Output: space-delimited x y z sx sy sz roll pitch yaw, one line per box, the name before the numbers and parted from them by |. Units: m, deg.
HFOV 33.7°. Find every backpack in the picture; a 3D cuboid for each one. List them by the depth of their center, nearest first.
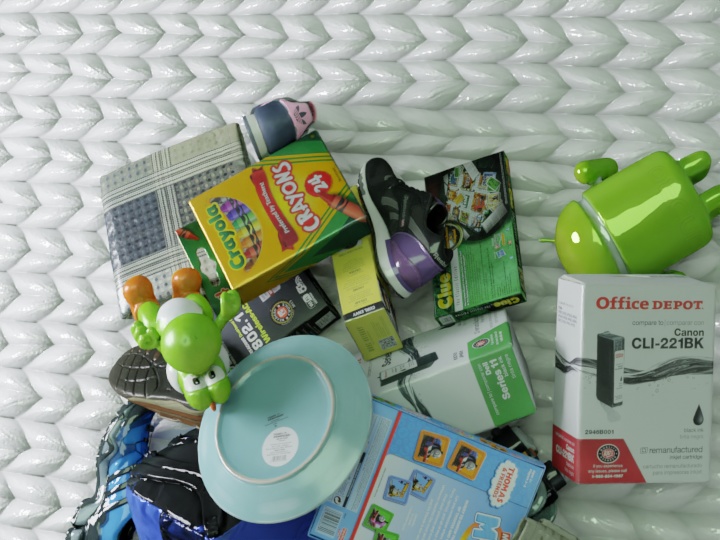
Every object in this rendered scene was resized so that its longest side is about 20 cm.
backpack | -0.154 0.270 1.279 0.199 0.162 0.170 16 120 40

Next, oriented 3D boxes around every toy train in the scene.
toy train | 0.120 0.252 1.265 0.199 0.085 0.114 -38 58 1

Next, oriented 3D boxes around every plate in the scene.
plate | -0.082 0.151 1.182 0.198 0.026 0.202 -14 55 20

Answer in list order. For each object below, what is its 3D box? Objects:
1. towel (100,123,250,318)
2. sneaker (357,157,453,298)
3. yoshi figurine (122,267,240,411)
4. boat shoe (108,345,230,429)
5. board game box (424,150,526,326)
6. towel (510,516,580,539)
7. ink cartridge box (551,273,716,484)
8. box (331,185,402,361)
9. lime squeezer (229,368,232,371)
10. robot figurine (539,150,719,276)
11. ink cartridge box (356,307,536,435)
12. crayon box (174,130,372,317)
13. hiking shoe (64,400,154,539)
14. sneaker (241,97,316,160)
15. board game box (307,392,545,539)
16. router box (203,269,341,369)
towel | -0.208 -0.059 1.410 0.198 0.035 0.195 -20 66 12
sneaker | 0.060 -0.063 1.359 0.087 0.076 0.201 -31 46 19
yoshi figurine | -0.182 0.057 1.231 0.113 0.112 0.200 -49 38 9
boat shoe | -0.205 0.140 1.333 0.199 0.074 0.076 12 55 43
board game box | 0.127 -0.039 1.346 0.104 0.024 0.202 -15 53 19
towel | 0.189 0.363 1.180 0.199 0.034 0.194 32 85 -18
ink cartridge box | 0.275 0.107 1.204 0.142 0.084 0.203 0 93 -9
box | 0.000 0.000 1.343 0.050 0.076 0.201 -20 44 7
lime squeezer | -0.188 0.105 1.363 0.199 0.037 0.072 12 108 43
robot figurine | 0.298 -0.051 1.288 0.199 0.116 0.177 -30 79 5
ink cartridge box | 0.078 0.124 1.272 0.198 0.147 0.084 -21 103 8
crayon box | -0.103 -0.051 1.320 0.199 0.051 0.128 -30 67 -2
hiking shoe | -0.267 0.247 1.387 0.086 0.074 0.202 20 89 13
sneaker | -0.087 -0.172 1.407 0.081 0.200 0.071 -22 102 4
board game box | 0.066 0.228 1.190 0.198 0.037 0.153 22 92 1
router box | -0.139 0.019 1.419 0.149 0.062 0.201 -38 67 3
